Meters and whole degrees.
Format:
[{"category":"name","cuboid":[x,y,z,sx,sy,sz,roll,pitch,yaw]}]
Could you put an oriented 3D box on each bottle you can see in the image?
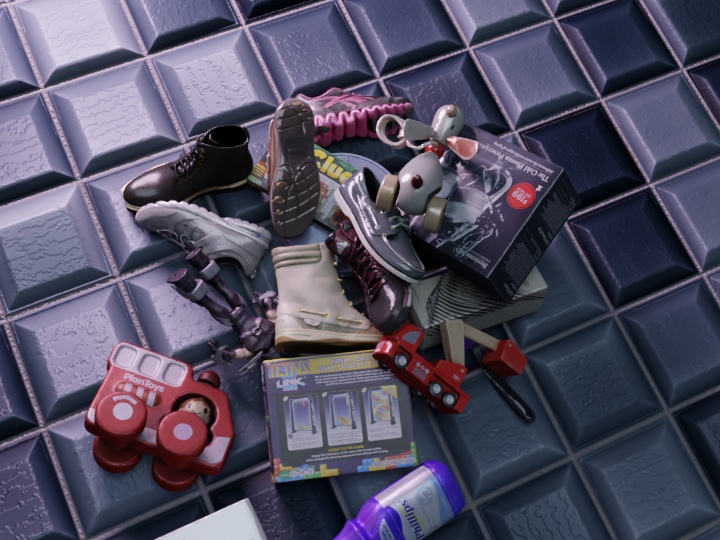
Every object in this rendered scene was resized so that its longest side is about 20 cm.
[{"category":"bottle","cuboid":[0.041,0.336,1.317,0.200,0.065,0.084,-29,102,-17]}]

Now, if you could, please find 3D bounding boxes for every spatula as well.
[{"category":"spatula","cuboid":[0.187,0.142,1.437,0.056,0.021,0.200,-35,79,-23]}]

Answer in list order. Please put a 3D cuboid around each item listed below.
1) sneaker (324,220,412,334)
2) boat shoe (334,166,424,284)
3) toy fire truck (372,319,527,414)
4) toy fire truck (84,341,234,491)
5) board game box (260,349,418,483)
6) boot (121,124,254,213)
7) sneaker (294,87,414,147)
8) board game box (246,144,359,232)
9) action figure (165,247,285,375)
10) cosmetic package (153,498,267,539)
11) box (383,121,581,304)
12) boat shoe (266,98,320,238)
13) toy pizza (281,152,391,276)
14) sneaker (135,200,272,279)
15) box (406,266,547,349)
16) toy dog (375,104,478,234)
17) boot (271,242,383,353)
[{"category":"sneaker","cuboid":[0.000,0.000,1.346,0.115,0.076,0.200,33,22,-26]},{"category":"boat shoe","cuboid":[0.034,-0.064,1.344,0.062,0.073,0.200,-49,54,20]},{"category":"toy fire truck","cuboid":[0.124,0.119,1.359,0.200,0.049,0.141,40,65,-17]},{"category":"toy fire truck","cuboid":[-0.263,0.189,1.323,0.200,0.112,0.168,18,50,-1]},{"category":"board game box","cuboid":[-0.030,0.198,1.355,0.200,0.057,0.166,-4,80,-10]},{"category":"boot","cuboid":[-0.253,-0.155,1.427,0.200,0.138,0.078,-20,74,-13]},{"category":"sneaker","cuboid":[-0.016,-0.254,1.537,0.200,0.079,0.095,-10,60,-13]},{"category":"board game box","cuboid":[-0.058,-0.124,1.470,0.200,0.023,0.105,30,70,5]},{"category":"action figure","cuboid":[-0.178,0.059,1.383,0.200,0.069,0.130,48,59,-15]},{"category":"cosmetic package","cuboid":[-0.181,0.397,1.198,0.166,0.200,0.168,-23,74,-15]},{"category":"box","cuboid":[0.170,-0.087,1.387,0.200,0.104,0.182,32,85,34]},{"category":"boat shoe","cuboid":[-0.101,-0.145,1.426,0.076,0.072,0.200,5,90,-21]},{"category":"toy pizza","cuboid":[-0.027,-0.083,1.487,0.200,0.032,0.200,2,72,-5]},{"category":"sneaker","cuboid":[-0.232,-0.045,1.424,0.200,0.075,0.082,14,76,2]},{"category":"box","cuboid":[0.164,0.041,1.440,0.200,0.068,0.082,-19,59,-14]},{"category":"toy dog","cuboid":[0.089,-0.152,1.318,0.132,0.096,0.200,3,64,-4]},{"category":"boot","cuboid":[-0.030,0.040,1.401,0.200,0.072,0.155,4,68,-26]}]
